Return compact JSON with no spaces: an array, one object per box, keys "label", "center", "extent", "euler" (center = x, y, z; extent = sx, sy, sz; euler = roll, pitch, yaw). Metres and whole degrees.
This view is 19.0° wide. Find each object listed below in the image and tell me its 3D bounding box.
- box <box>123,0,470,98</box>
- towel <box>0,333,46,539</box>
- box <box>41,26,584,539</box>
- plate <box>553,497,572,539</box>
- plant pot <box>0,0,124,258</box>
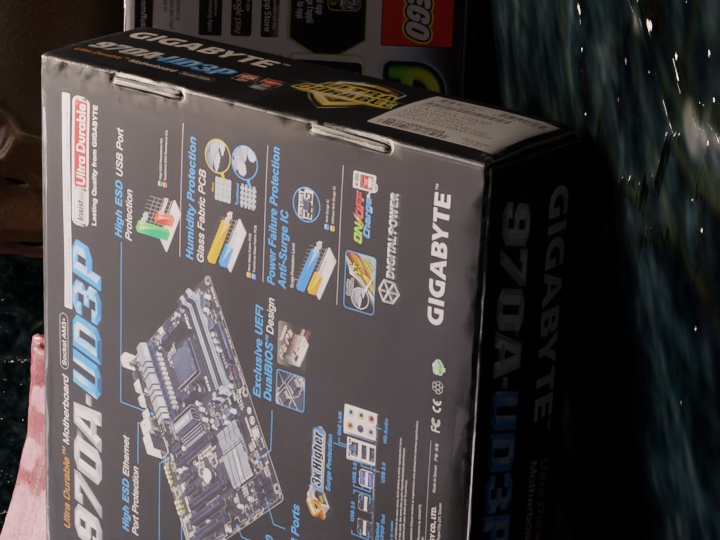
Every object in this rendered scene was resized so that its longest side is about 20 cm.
[{"label":"box","center":[-0.024,-0.004,0.691],"extent":[0.035,0.109,0.202],"euler":[-107,20,-78]},{"label":"towel","center":[-0.089,0.133,0.870],"extent":[0.200,0.023,0.145],"euler":[41,129,41]},{"label":"box","center":[-0.020,0.045,0.605],"extent":[0.158,0.046,0.202],"euler":[16,113,36]},{"label":"plate","center":[0.056,0.132,0.693],"extent":[0.200,0.025,0.202],"euler":[170,90,-85]},{"label":"plant pot","center":[-0.127,-0.120,0.767],"extent":[0.200,0.198,0.200],"euler":[100,179,-74]}]
